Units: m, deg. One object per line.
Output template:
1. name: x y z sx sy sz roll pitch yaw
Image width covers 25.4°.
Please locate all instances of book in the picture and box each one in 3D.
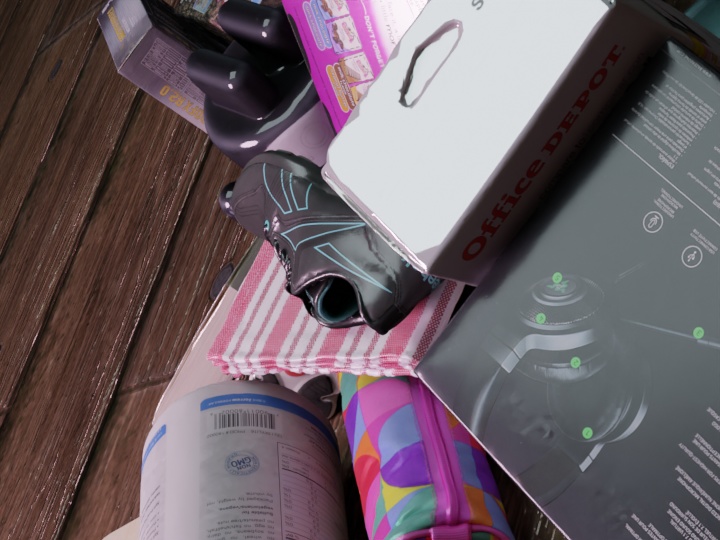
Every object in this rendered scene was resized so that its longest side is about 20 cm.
1. book: -0.089 0.025 1.193 0.134 0.048 0.200 -53 7 27

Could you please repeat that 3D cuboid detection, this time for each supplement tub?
1. supplement tub: -0.070 0.175 0.965 0.132 0.131 0.201 -46 28 26

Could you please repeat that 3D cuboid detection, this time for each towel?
1. towel: 0.000 0.000 0.959 0.199 0.030 0.147 -3 53 48

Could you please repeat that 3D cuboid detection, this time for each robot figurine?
1. robot figurine: -0.030 -0.106 1.109 0.150 0.200 0.125 -32 45 22

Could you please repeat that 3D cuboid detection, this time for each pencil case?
1. pencil case: 0.033 0.104 0.901 0.088 0.088 0.201 -48 30 23

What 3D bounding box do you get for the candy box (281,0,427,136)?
1. candy box: 0.055 -0.136 0.960 0.061 0.137 0.199 -32 17 -39

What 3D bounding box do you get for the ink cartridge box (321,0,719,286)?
1. ink cartridge box: 0.100 -0.063 0.756 0.084 0.199 0.145 46 110 33

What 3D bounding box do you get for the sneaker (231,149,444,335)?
1. sneaker: -0.024 -0.016 0.908 0.199 0.075 0.080 14 68 54

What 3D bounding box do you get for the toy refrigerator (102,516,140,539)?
1. toy refrigerator: -0.143 0.267 1.077 0.076 0.070 0.201 -33 36 32

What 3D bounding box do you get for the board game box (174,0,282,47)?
1. board game box: -0.036 -0.200 1.272 0.097 0.159 0.200 -60 25 0

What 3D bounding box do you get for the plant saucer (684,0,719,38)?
1. plant saucer: 0.203 -0.096 0.872 0.200 0.027 0.201 -43 29 31

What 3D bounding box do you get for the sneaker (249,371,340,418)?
1. sneaker: -0.014 0.030 1.083 0.200 0.080 0.084 -39 26 39

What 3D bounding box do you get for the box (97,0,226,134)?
1. box: -0.118 -0.151 1.326 0.048 0.199 0.159 -51 27 11

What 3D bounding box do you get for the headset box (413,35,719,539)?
1. headset box: 0.144 0.038 0.677 0.174 0.093 0.201 45 105 33
